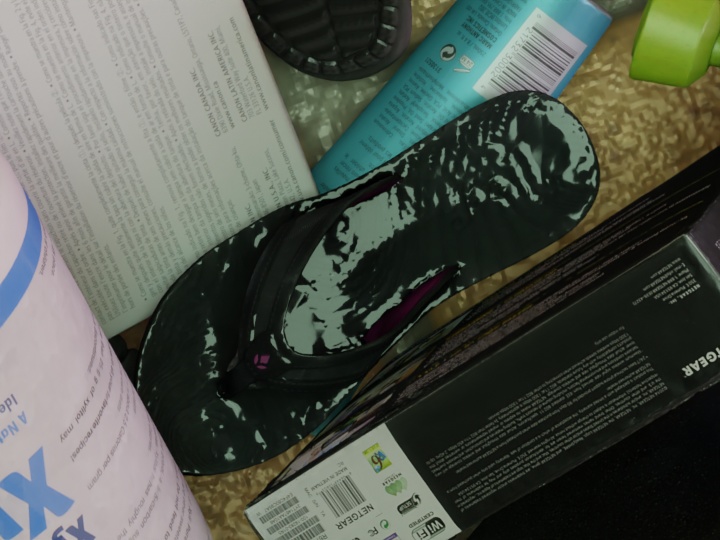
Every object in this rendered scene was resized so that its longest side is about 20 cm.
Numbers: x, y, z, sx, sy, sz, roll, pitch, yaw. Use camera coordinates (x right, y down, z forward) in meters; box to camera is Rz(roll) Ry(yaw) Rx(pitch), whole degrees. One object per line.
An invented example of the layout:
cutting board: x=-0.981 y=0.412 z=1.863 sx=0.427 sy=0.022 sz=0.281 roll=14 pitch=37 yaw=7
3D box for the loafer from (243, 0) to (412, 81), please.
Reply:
loafer: x=-0.023 y=-0.168 z=1.016 sx=0.073 sy=0.071 sz=0.200 roll=-8 pitch=115 yaw=24

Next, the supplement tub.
supplement tub: x=-0.138 y=0.060 z=0.906 sx=0.132 sy=0.132 sz=0.200 roll=-26 pitch=125 yaw=0

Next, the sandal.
sandal: x=0.000 y=-0.001 z=0.982 sx=0.200 sy=0.048 sz=0.075 roll=-37 pitch=91 yaw=-10

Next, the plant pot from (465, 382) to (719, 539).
plant pot: x=0.125 y=0.164 z=0.978 sx=0.177 sy=0.200 sz=0.200 roll=-32 pitch=112 yaw=15

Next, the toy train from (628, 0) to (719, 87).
toy train: x=0.140 y=-0.062 z=0.892 sx=0.116 sy=0.085 sz=0.200 roll=17 pitch=62 yaw=5

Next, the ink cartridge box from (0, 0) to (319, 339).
ink cartridge box: x=-0.127 y=-0.042 z=0.967 sx=0.200 sy=0.050 sz=0.161 roll=-28 pitch=125 yaw=-10

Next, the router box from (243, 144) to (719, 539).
router box: x=0.069 y=0.030 z=0.962 sx=0.200 sy=0.149 sz=0.051 roll=-34 pitch=95 yaw=29

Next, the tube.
tube: x=0.016 y=-0.034 z=1.045 sx=0.077 sy=0.050 sz=0.200 roll=38 pitch=96 yaw=-2

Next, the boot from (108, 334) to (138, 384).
boot: x=-0.166 y=0.082 z=1.036 sx=0.200 sy=0.070 sz=0.132 roll=-42 pitch=99 yaw=5
